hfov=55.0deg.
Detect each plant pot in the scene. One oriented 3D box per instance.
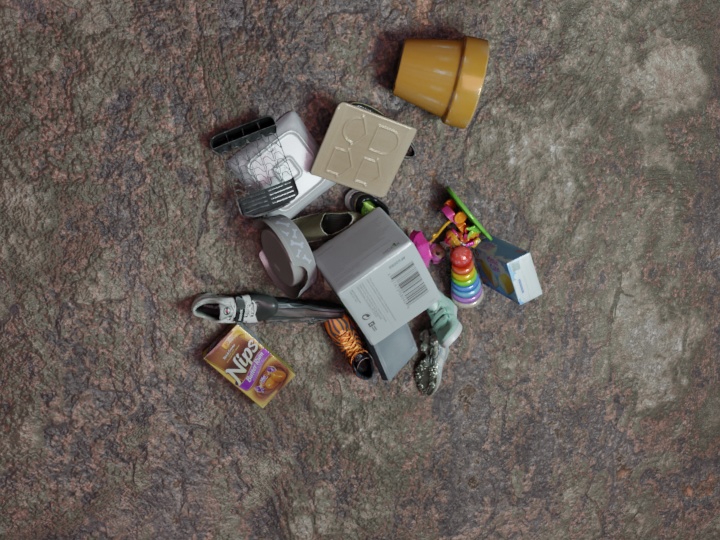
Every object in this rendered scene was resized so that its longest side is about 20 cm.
[{"bbox_3d":[0.173,-0.441,1.569,0.183,0.200,0.201,12,100,-4],"label":"plant pot"}]

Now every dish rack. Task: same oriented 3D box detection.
[{"bbox_3d":[-0.227,-0.223,1.518,0.153,0.055,0.200,-21,77,2],"label":"dish rack"}]

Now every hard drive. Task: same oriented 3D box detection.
[{"bbox_3d":[0.065,0.151,1.724,0.140,0.033,0.200,-40,116,-41],"label":"hard drive"}]

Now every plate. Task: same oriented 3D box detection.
[{"bbox_3d":[-0.171,-0.230,1.595,0.199,0.032,0.200,-39,110,-3],"label":"plate"}]

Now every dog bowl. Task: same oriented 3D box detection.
[{"bbox_3d":[-0.169,-0.036,1.563,0.059,0.200,0.201,-28,110,-23],"label":"dog bowl"}]

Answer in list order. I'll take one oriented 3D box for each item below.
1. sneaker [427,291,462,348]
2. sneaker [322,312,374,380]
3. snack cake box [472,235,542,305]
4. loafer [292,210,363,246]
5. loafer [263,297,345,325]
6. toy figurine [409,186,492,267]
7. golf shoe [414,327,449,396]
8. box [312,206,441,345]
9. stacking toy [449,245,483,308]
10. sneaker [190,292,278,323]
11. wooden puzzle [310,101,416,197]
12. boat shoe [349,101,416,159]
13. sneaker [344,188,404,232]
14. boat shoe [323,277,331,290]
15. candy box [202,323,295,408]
[{"bbox_3d":[0.183,0.108,1.704,0.118,0.201,0.074,39,110,-14],"label":"sneaker"},{"bbox_3d":[-0.018,0.184,1.700,0.077,0.112,0.200,-36,109,-5],"label":"sneaker"},{"bbox_3d":[0.360,-0.004,1.716,0.067,0.200,0.115,-26,109,-8],"label":"snack cake box"},{"bbox_3d":[-0.092,-0.106,1.598,0.199,0.070,0.075,-13,76,10],"label":"loafer"},{"bbox_3d":[-0.137,0.104,1.665,0.199,0.072,0.063,6,104,-3],"label":"loafer"},{"bbox_3d":[0.206,-0.080,1.713,0.184,0.150,0.200,-40,136,11],"label":"toy figurine"},{"bbox_3d":[0.201,0.235,1.800,0.097,0.078,0.201,-20,127,-40],"label":"golf shoe"},{"bbox_3d":[0.034,0.012,1.551,0.200,0.171,0.199,-34,131,-2],"label":"box"},{"bbox_3d":[0.256,0.010,1.702,0.085,0.085,0.200,-30,145,-7],"label":"stacking toy"},{"bbox_3d":[-0.290,0.093,1.589,0.199,0.089,0.074,-1,101,-3],"label":"sneaker"},{"bbox_3d":[0.004,-0.276,1.579,0.199,0.046,0.186,14,121,-22],"label":"wooden puzzle"},{"bbox_3d":[0.053,-0.327,1.617,0.201,0.066,0.072,33,93,-21],"label":"boat shoe"},{"bbox_3d":[0.046,-0.114,1.656,0.074,0.087,0.200,-46,111,-5],"label":"sneaker"},{"bbox_3d":[0.000,0.000,1.690,0.200,0.072,0.065,-17,144,-23],"label":"boat shoe"},{"bbox_3d":[-0.269,0.224,1.669,0.117,0.056,0.200,-45,110,-1],"label":"candy box"}]
